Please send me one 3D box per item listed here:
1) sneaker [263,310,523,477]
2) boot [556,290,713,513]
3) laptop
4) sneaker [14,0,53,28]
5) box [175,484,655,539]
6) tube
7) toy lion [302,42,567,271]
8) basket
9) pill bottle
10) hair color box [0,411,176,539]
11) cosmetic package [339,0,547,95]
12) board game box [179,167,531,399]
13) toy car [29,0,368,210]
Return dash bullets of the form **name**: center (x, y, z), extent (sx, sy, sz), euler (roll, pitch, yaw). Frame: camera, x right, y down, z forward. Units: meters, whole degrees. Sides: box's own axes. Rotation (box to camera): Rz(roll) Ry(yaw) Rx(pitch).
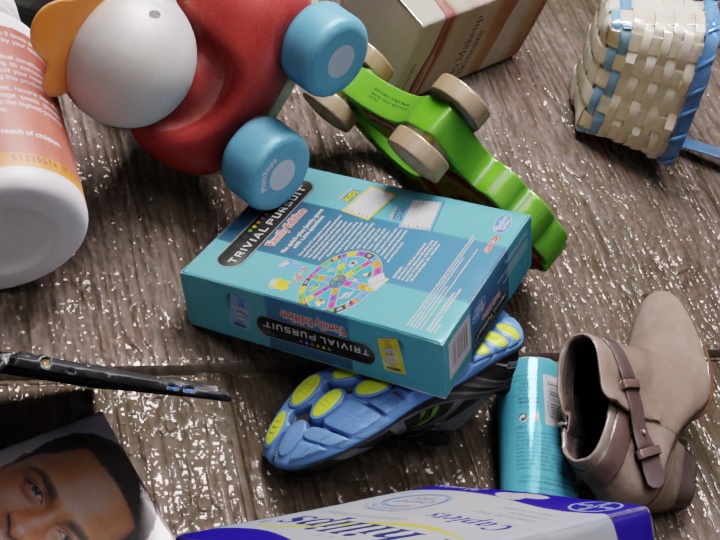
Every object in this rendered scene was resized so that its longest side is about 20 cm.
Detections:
- **sneaker**: center (0.029, 0.094, 0.826), extent (0.197, 0.084, 0.071), euler (-23, 38, -24)
- **boot**: center (0.196, 0.080, 0.894), extent (0.145, 0.070, 0.203), euler (32, 47, -40)
- **laptop**: center (-0.201, 0.096, 0.656), extent (0.198, 0.176, 0.105), euler (14, 80, -37)
- **sneaker**: center (-0.211, -0.207, 0.941), extent (0.198, 0.091, 0.076), euler (-12, 57, -36)
- **box**: center (0.028, 0.184, 0.653), extent (0.197, 0.183, 0.107), euler (-4, 88, -34)
- **tube**: center (0.124, 0.158, 0.845), extent (0.076, 0.051, 0.203), euler (10, 54, -14)
- **toy lion**: center (0.069, -0.079, 0.951), extent (0.199, 0.069, 0.192), euler (35, -8, 49)
- **basket**: center (0.304, -0.188, 1.132), extent (0.197, 0.178, 0.140), euler (15, 43, 0)
- **pill bottle**: center (-0.253, -0.098, 0.813), extent (0.110, 0.113, 0.202), euler (-3, 55, -29)
- **hair color box**: center (-0.207, 0.161, 0.657), extent (0.198, 0.062, 0.102), euler (-20, 63, -39)
- **cosmetic package**: center (0.075, -0.233, 1.102), extent (0.199, 0.104, 0.087), euler (-28, 68, -39)
- **board game box**: center (0.000, 0.000, 0.847), extent (0.197, 0.048, 0.151), euler (14, 40, 25)
- **toy car**: center (-0.133, -0.158, 0.832), extent (0.184, 0.179, 0.199), euler (38, 17, 29)
